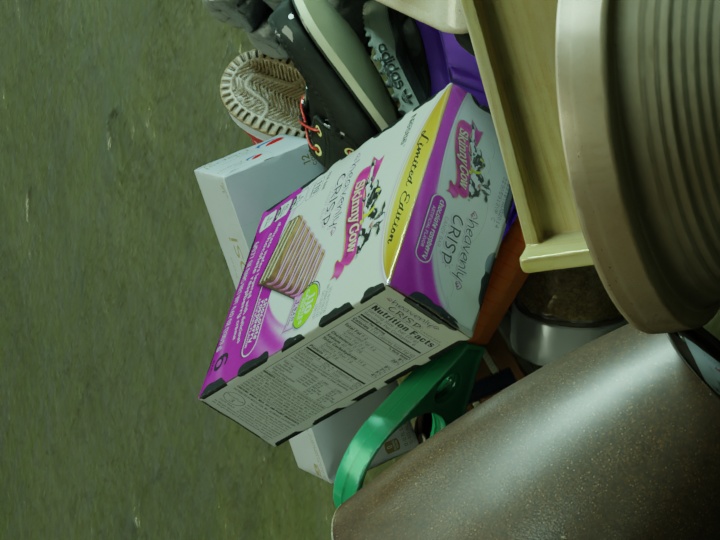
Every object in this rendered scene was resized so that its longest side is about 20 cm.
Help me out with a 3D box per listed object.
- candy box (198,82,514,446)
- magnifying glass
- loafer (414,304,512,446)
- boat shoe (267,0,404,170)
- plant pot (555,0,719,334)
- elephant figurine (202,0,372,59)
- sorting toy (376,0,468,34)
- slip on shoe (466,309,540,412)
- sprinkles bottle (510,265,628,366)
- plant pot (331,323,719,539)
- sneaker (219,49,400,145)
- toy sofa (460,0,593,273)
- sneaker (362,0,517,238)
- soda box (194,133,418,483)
[{"bbox_3d":[0.000,0.000,1.533,0.200,0.061,0.137,-31,33,50],"label":"candy box"},{"bbox_3d":[0.048,0.055,1.512,0.022,0.079,0.201,35,103,31],"label":"magnifying glass"},{"bbox_3d":[0.057,0.090,1.686,0.071,0.063,0.202,7,103,34],"label":"loafer"},{"bbox_3d":[-0.003,-0.081,1.602,0.202,0.063,0.074,54,-163,-43],"label":"boat shoe"},{"bbox_3d":[0.168,-0.074,1.337,0.092,0.201,0.203,-8,89,24],"label":"plant pot"},{"bbox_3d":[-0.011,-0.234,1.694,0.154,0.201,0.142,20,162,25],"label":"elephant figurine"},{"bbox_3d":[0.004,-0.235,1.491,0.200,0.036,0.187,28,122,52],"label":"sorting toy"},{"bbox_3d":[0.072,0.069,1.619,0.061,0.076,0.201,-92,-23,-59],"label":"slip on shoe"},{"bbox_3d":[0.122,-0.048,1.527,0.068,0.068,0.202,-142,51,-57],"label":"sprinkles bottle"},{"bbox_3d":[0.119,0.122,1.435,0.200,0.186,0.187,-46,47,17],"label":"plant pot"},{"bbox_3d":[0.009,-0.063,1.752,0.199,0.071,0.113,32,169,21],"label":"sneaker"},{"bbox_3d":[0.107,-0.108,1.423,0.098,0.082,0.201,-55,-48,-59],"label":"toy sofa"},{"bbox_3d":[0.086,-0.084,1.592,0.201,0.099,0.070,62,-162,-4],"label":"sneaker"},{"bbox_3d":[-0.033,0.023,1.687,0.201,0.063,0.068,70,164,-12],"label":"soda box"}]
